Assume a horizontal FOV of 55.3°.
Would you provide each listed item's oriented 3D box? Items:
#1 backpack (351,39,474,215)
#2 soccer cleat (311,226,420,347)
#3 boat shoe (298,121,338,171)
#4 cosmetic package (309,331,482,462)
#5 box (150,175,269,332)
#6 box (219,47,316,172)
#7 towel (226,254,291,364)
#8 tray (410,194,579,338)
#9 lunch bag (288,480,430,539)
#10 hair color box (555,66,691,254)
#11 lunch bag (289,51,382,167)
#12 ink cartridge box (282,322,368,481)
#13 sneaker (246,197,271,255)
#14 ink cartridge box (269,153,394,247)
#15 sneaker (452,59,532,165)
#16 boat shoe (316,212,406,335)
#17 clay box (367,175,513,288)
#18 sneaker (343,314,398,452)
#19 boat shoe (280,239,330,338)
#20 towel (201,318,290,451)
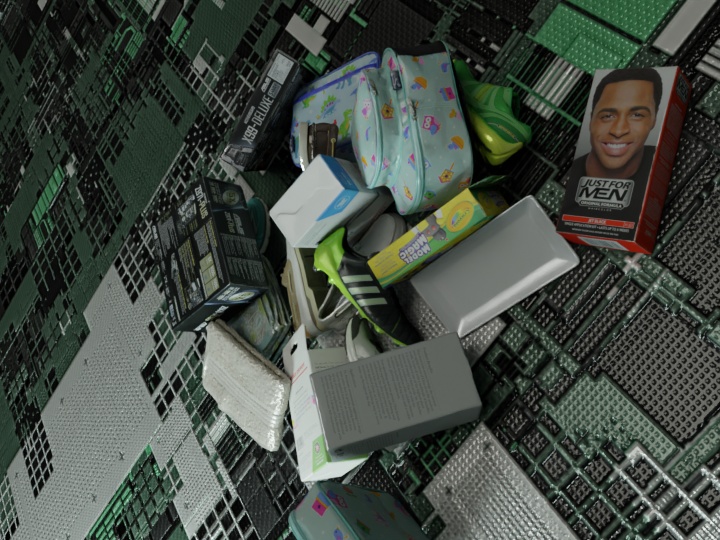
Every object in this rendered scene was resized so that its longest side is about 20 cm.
[{"bbox_3d":[0.070,-0.177,0.919,0.176,0.151,0.202,117,135,-70],"label":"backpack"},{"bbox_3d":[0.020,0.025,0.957,0.200,0.068,0.081,45,99,4],"label":"soccer cleat"},{"bbox_3d":[-0.057,-0.140,1.062,0.059,0.202,0.072,-2,45,1],"label":"boat shoe"},{"bbox_3d":[0.044,0.161,0.872,0.197,0.072,0.103,-15,62,-2],"label":"cosmetic package"},{"bbox_3d":[-0.252,-0.023,1.134,0.163,0.086,0.202,-36,62,32],"label":"box"},{"bbox_3d":[-0.155,-0.269,1.181,0.049,0.158,0.202,30,102,1],"label":"box"},{"bbox_3d":[-0.189,0.098,1.162,0.201,0.048,0.172,-53,46,31],"label":"towel"},{"bbox_3d":[0.169,-0.002,0.883,0.199,0.022,0.108,-36,95,28],"label":"tray"},{"bbox_3d":[0.011,0.333,0.839,0.077,0.200,0.160,-53,50,2],"label":"lunch bag"},{"bbox_3d":[0.306,-0.129,0.800,0.101,0.061,0.203,11,85,43],"label":"hair color box"},{"bbox_3d":[-0.025,-0.250,1.111,0.198,0.082,0.163,-13,67,37],"label":"lunch bag"},{"bbox_3d":[-0.055,0.188,0.994,0.117,0.066,0.203,130,134,-54],"label":"ink cartridge box"},{"bbox_3d":[-0.223,-0.037,1.222,0.077,0.079,0.202,34,100,41],"label":"sneaker"},{"bbox_3d":[-0.026,-0.095,1.004,0.116,0.199,0.067,-46,71,22],"label":"ink cartridge box"},{"bbox_3d":[0.174,-0.221,0.947,0.083,0.074,0.202,-20,52,-1],"label":"sneaker"},{"bbox_3d":[0.000,0.000,1.021,0.070,0.069,0.202,28,92,44],"label":"boat shoe"},{"bbox_3d":[0.115,-0.052,0.904,0.199,0.115,0.048,-35,81,29],"label":"clay box"},{"bbox_3d":[0.033,0.148,0.963,0.079,0.074,0.202,-27,59,10],"label":"sneaker"},{"bbox_3d":[-0.095,0.008,1.099,0.068,0.074,0.203,-25,65,30],"label":"boat shoe"},{"bbox_3d":[-0.186,0.176,1.081,0.199,0.034,0.134,32,122,35],"label":"towel"}]
